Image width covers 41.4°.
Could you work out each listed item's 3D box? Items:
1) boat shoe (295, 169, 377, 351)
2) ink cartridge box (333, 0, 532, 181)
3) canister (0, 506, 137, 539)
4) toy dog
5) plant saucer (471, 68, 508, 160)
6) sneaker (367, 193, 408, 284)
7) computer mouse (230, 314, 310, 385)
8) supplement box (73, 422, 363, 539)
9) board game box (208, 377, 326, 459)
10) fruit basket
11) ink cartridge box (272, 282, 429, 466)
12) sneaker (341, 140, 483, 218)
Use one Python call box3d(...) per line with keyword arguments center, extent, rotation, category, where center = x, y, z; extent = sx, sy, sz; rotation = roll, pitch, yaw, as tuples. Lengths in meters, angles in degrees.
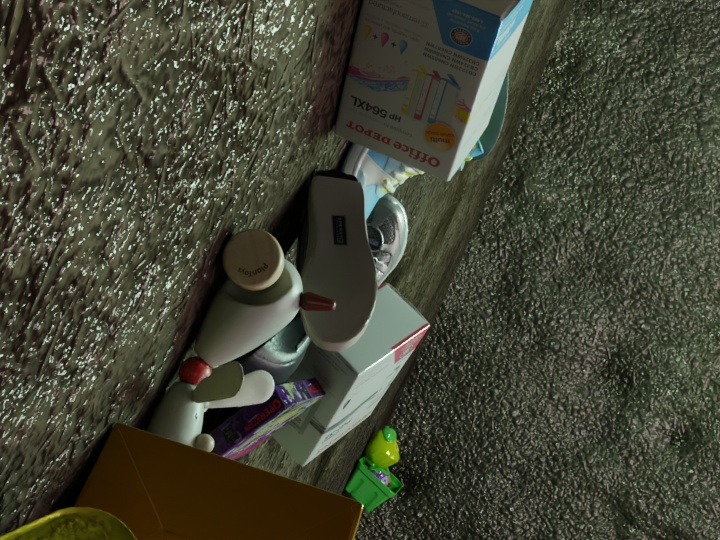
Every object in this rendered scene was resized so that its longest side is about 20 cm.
box3d(center=(-0.027, 0.006, 0.911), extent=(0.093, 0.075, 0.200), rotation=(107, -11, -52), category="boat shoe")
box3d(center=(0.067, -0.193, 0.910), extent=(0.125, 0.128, 0.200), rotation=(-54, 164, -48), category="ink cartridge box")
box3d(center=(-0.211, 0.254, 0.569), extent=(0.148, 0.087, 0.200), rotation=(-21, 141, -45), category="canister")
box3d(center=(-0.091, 0.067, 0.795), extent=(0.200, 0.096, 0.132), rotation=(-68, 170, 10), category="toy dog")
box3d(center=(0.117, -0.227, 1.107), extent=(0.200, 0.027, 0.201), rotation=(173, -90, -75), category="plant saucer")
box3d(center=(0.000, 0.000, 1.170), extent=(0.082, 0.075, 0.200), rotation=(-46, 159, -66), category="sneaker")
box3d(center=(-0.055, 0.066, 0.961), extent=(0.140, 0.046, 0.200), rotation=(-37, 178, 17), category="computer mouse")
box3d(center=(-0.118, 0.248, 0.742), extent=(0.200, 0.197, 0.133), rotation=(102, 7, -54), category="supplement box")
box3d(center=(-0.106, 0.159, 0.991), extent=(0.120, 0.032, 0.200), rotation=(-33, 172, 6), category="board game box")
box3d(center=(0.059, 0.543, 2.628), extent=(0.216, 0.155, 0.216), rotation=(-46, 170, -10), category="fruit basket")
box3d(center=(-0.021, 0.128, 1.168), extent=(0.146, 0.083, 0.200), rotation=(-31, 158, -43), category="ink cartridge box")
box3d(center=(0.057, -0.117, 1.035), extent=(0.200, 0.130, 0.080), rotation=(-66, 171, 4), category="sneaker")
